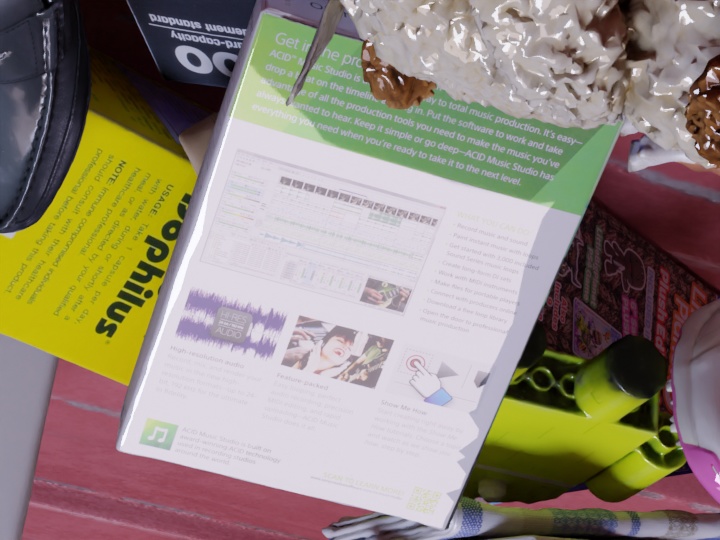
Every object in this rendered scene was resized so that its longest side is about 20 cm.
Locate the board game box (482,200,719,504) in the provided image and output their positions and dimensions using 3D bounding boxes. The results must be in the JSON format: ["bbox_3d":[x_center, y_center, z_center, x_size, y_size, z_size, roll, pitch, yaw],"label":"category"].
[{"bbox_3d":[0.078,0.039,1.018,0.159,0.097,0.200,-15,147,38],"label":"board game box"}]

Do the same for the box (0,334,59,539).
[{"bbox_3d":[-0.278,0.065,1.018,0.200,0.199,0.171,17,162,-23],"label":"box"}]

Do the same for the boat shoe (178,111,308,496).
[{"bbox_3d":[-0.038,0.016,0.820,0.069,0.074,0.200,-14,120,-11],"label":"boat shoe"}]

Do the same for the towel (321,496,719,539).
[{"bbox_3d":[0.097,0.133,0.992,0.200,0.024,0.147,4,166,-25],"label":"towel"}]

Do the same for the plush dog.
[{"bbox_3d":[0.088,-0.084,0.572,0.172,0.200,0.161,24,131,14],"label":"plush dog"}]

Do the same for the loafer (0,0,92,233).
[{"bbox_3d":[-0.135,-0.102,0.691,0.068,0.070,0.201,16,118,14],"label":"loafer"}]

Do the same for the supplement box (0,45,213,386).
[{"bbox_3d":[-0.123,-0.030,0.857,0.200,0.109,0.110,27,104,-36],"label":"supplement box"}]

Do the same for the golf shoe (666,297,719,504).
[{"bbox_3d":[0.201,0.026,0.878,0.092,0.200,0.075,-30,110,41],"label":"golf shoe"}]

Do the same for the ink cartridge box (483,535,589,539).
[{"bbox_3d":[0.101,0.176,0.976,0.116,0.068,0.200,-13,163,38],"label":"ink cartridge box"}]

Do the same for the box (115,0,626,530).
[{"bbox_3d":[0.000,0.000,0.752,0.144,0.036,0.200,16,118,-12],"label":"box"}]

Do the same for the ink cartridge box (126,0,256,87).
[{"bbox_3d":[0.004,-0.104,0.769,0.198,0.043,0.200,9,157,16],"label":"ink cartridge box"}]

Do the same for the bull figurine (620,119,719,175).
[{"bbox_3d":[0.172,-0.065,0.801,0.121,0.065,0.200,4,163,12],"label":"bull figurine"}]

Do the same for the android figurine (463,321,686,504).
[{"bbox_3d":[0.063,0.075,0.939,0.182,0.041,0.200,15,152,-17],"label":"android figurine"}]
